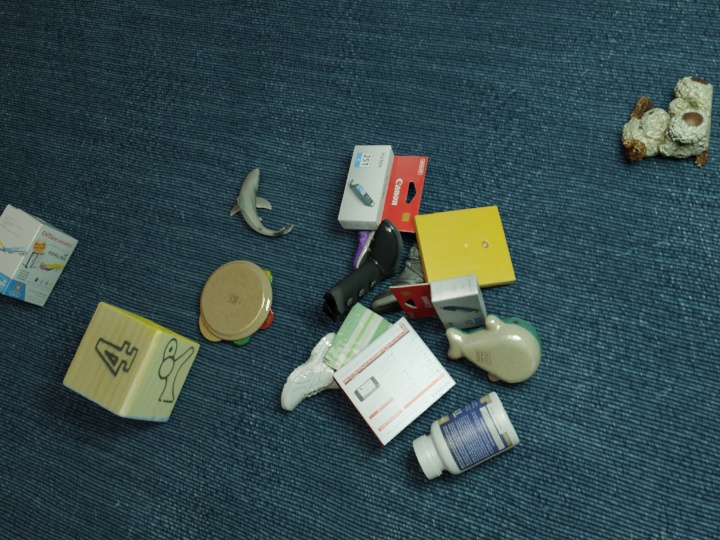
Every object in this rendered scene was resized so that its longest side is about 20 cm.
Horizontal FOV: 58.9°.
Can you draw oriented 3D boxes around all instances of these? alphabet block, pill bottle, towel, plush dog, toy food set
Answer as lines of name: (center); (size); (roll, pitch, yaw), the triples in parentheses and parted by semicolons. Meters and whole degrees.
alphabet block: (-0.527, 0.217, 1.486); (0.192, 0.196, 0.204); (20, 79, 18)
pill bottle: (0.209, 0.337, 1.281); (0.197, 0.111, 0.113); (-28, 69, 6)
towel: (0.035, 0.184, 1.392); (0.197, 0.023, 0.154); (30, 74, 10)
plush dog: (0.641, -0.292, 1.344); (0.168, 0.162, 0.202); (4, 47, 31)
toy food set: (-0.296, 0.076, 1.536); (0.193, 0.049, 0.205); (2, 75, 16)

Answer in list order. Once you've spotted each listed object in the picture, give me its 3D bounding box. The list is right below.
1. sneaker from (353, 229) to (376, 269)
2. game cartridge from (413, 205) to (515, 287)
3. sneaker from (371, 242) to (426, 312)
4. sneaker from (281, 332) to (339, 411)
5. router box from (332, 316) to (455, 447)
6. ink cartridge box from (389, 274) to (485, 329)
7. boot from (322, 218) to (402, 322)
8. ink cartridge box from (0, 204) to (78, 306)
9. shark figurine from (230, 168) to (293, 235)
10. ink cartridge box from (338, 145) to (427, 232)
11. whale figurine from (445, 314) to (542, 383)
sneaker: (0.019, -0.086, 1.490); (0.082, 0.081, 0.204); (3, 65, 31)
game cartridge: (0.225, -0.046, 1.392); (0.194, 0.033, 0.181); (-7, 71, -9)
sneaker: (0.105, 0.016, 1.425); (0.196, 0.076, 0.116); (-26, 67, 4)
sneaker: (-0.095, 0.242, 1.417); (0.099, 0.078, 0.201); (38, 88, 19)
router box: (0.069, 0.232, 1.338); (0.198, 0.049, 0.181); (-36, 75, -12)
ink cartridge box: (0.165, 0.076, 1.313); (0.172, 0.200, 0.046); (-10, 65, 14)
boot: (0.000, 0.001, 1.373); (0.198, 0.167, 0.065); (-34, 52, -26)
ink cartridge box: (-0.885, -0.039, 1.686); (0.142, 0.147, 0.204); (24, 82, 20)
shark figurine: (-0.266, -0.147, 1.573); (0.127, 0.089, 0.217); (-35, 66, 5)
ink cartridge box: (0.053, -0.189, 1.451); (0.172, 0.045, 0.205); (4, 66, 19)
whale figurine: (0.278, 0.152, 1.320); (0.195, 0.163, 0.104); (4, 31, 28)
